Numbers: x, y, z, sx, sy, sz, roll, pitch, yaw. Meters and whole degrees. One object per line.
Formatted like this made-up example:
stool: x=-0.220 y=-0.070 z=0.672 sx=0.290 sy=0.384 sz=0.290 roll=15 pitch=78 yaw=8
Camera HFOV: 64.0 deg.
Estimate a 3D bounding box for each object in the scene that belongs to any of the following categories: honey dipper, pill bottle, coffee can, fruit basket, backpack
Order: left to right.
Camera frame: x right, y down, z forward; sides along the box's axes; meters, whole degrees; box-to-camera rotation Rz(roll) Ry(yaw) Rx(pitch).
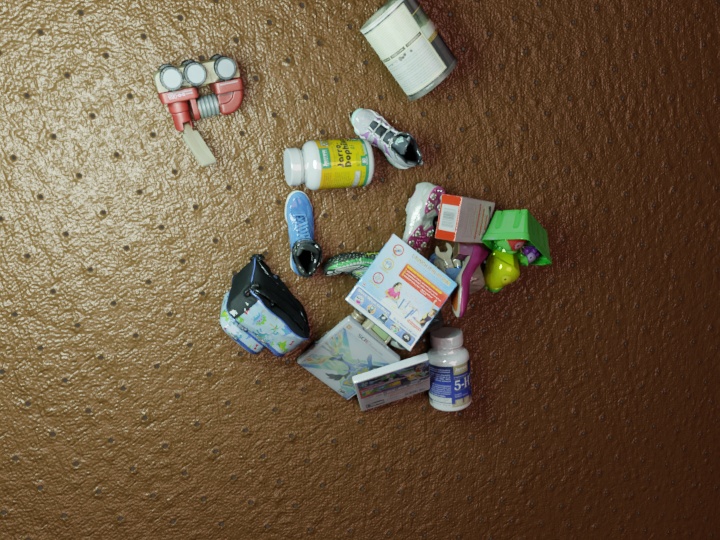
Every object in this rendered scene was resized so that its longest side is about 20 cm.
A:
backpack: x=-0.219 y=0.100 z=1.328 sx=0.146 sy=0.184 sz=0.200 roll=-38 pitch=117 yaw=14
pill bottle: x=-0.075 y=-0.248 z=1.349 sx=0.196 sy=0.113 sz=0.115 roll=-7 pitch=103 yaw=-20
honey dipper: x=0.031 y=0.068 z=1.462 sx=0.038 sy=0.038 sz=0.201 roll=31 pitch=105 yaw=-23
coffee can: x=0.114 y=-0.528 z=1.352 sx=0.146 sy=0.146 sz=0.200 roll=-45 pitch=112 yaw=-8
pill bottle: x=0.239 y=0.265 z=1.568 sx=0.117 sy=0.119 sz=0.205 roll=-11 pitch=104 yaw=-19
fruit basket: x=0.409 y=-0.038 z=1.543 sx=0.214 sy=0.153 sz=0.221 roll=-2 pitch=92 yaw=-52

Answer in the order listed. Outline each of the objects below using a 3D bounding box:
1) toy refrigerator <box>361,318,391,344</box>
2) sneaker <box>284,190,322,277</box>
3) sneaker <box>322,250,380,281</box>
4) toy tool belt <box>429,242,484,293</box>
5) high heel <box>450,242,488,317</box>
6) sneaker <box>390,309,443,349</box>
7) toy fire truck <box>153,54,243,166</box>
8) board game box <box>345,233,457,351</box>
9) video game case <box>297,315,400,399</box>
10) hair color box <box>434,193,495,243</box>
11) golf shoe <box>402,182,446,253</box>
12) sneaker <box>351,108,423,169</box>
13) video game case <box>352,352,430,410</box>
toy refrigerator: x=0.047 y=0.146 z=1.497 sx=0.076 sy=0.070 sz=0.201 roll=43 pitch=84 yaw=-23
sneaker: x=-0.133 y=-0.084 z=1.358 sx=0.075 sy=0.111 sz=0.205 roll=-3 pitch=101 yaw=-20
sneaker: x=0.000 y=0.000 z=1.445 sx=0.196 sy=0.078 sz=0.087 roll=-3 pitch=102 yaw=-22
toy tool belt: x=0.237 y=-0.013 z=1.531 sx=0.196 sy=0.125 sz=0.125 roll=10 pitch=65 yaw=-26
high heel: x=0.278 y=0.026 z=1.433 sx=0.094 sy=0.067 sz=0.204 roll=12 pitch=69 yaw=-13
sneaker: x=0.143 y=0.133 z=1.479 sx=0.199 sy=0.074 sz=0.081 roll=-30 pitch=128 yaw=-44
toy fire truck: x=-0.330 y=-0.343 z=1.235 sx=0.173 sy=0.129 sz=0.204 roll=-17 pitch=118 yaw=-18
board game box: x=0.097 y=0.053 z=1.390 sx=0.199 sy=0.056 sz=0.197 roll=38 pitch=85 yaw=2
video game case: x=-0.030 y=0.224 z=1.447 sx=0.182 sy=0.022 sz=0.199 roll=40 pitch=118 yaw=-20
hair color box: x=0.272 y=-0.131 z=1.487 sx=0.198 sy=0.063 sz=0.113 roll=-1 pitch=102 yaw=-52
golf shoe: x=0.148 y=-0.132 z=1.484 sx=0.074 sy=0.091 sz=0.203 roll=12 pitch=109 yaw=-41
sneaker: x=0.076 y=-0.319 z=1.379 sx=0.198 sy=0.140 sz=0.079 roll=33 pitch=88 yaw=-24
video game case: x=0.084 y=0.290 z=1.486 sx=0.196 sy=0.023 sz=0.184 roll=-17 pitch=144 yaw=-4
